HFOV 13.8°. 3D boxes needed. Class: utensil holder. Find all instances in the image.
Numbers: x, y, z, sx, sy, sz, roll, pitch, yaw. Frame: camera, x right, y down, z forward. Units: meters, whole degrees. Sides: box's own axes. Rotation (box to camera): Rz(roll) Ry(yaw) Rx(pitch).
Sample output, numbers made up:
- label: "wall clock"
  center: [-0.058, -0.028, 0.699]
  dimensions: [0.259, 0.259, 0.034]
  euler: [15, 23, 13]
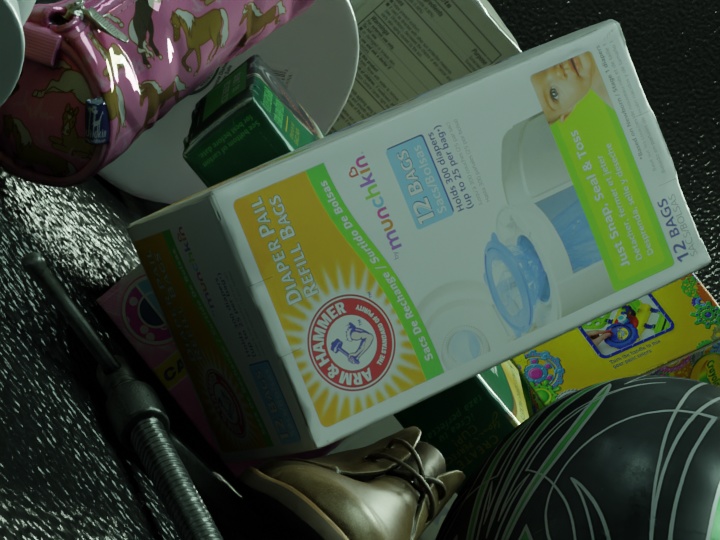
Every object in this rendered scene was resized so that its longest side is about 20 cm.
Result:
- label: "utensil holder"
  center: [-0.106, -0.155, 1.545]
  dimensions: [0.170, 0.170, 0.200]
  euler: [44, 12, -41]

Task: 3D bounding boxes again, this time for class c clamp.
- label: "c clamp"
  center: [-0.054, 0.103, 1.108]
  dimensions: [0.171, 0.027, 0.200]
  euler: [51, 3, -44]

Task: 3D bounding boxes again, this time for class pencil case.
- label: "pencil case"
  center: [-0.093, -0.114, 1.338]
  dimensions: [0.200, 0.086, 0.083]
  euler: [-42, 112, -46]

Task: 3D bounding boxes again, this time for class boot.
- label: "boot"
  center: [0.001, 0.090, 1.183]
  dimensions: [0.074, 0.075, 0.200]
  euler: [52, -2, 2]

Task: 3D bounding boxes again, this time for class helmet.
- label: "helmet"
  center: [0.117, 0.146, 1.232]
  dimensions: [0.191, 0.199, 0.200]
  euler: [62, 4, -15]

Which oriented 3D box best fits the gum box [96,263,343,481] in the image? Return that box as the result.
- label: "gum box"
  center: [-0.043, 0.031, 1.357]
  dimensions: [0.114, 0.066, 0.200]
  euler: [51, 7, 2]

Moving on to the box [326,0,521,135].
- label: "box"
  center: [-0.018, -0.099, 1.656]
  dimensions: [0.095, 0.200, 0.078]
  euler: [46, 7, -28]

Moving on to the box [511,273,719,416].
- label: "box"
  center: [0.112, 0.058, 1.693]
  dimensions: [0.193, 0.121, 0.201]
  euler: [55, -19, 37]

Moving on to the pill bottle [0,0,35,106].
- label: "pill bottle"
  center: [-0.181, -0.139, 1.137]
  dimensions: [0.112, 0.112, 0.201]
  euler: [45, 17, -39]

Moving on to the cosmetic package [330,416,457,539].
- label: "cosmetic package"
  center: [0.004, 0.035, 1.560]
  dimensions: [0.103, 0.087, 0.200]
  euler: [46, 8, -43]

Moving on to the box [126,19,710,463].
- label: "box"
  center: [0.023, -0.010, 1.216]
  dimensions: [0.101, 0.199, 0.113]
  euler: [-15, -83, 65]

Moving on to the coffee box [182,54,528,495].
- label: "coffee box"
  center: [0.000, 0.000, 1.327]
  dimensions: [0.200, 0.044, 0.123]
  euler: [51, 8, -10]
